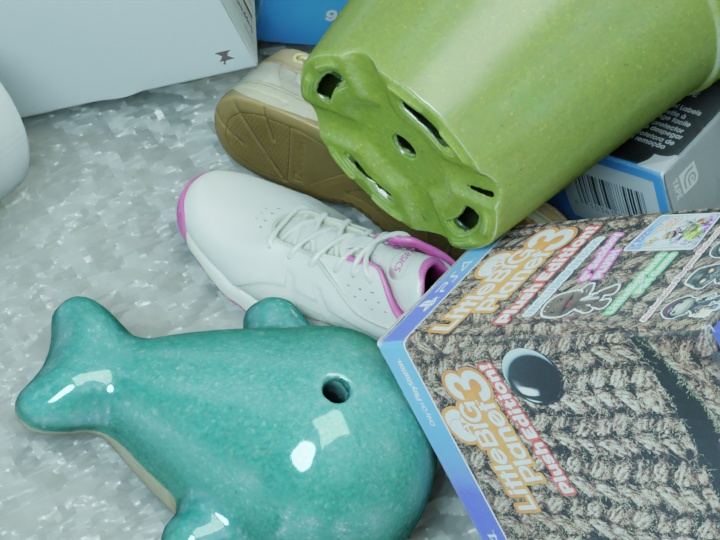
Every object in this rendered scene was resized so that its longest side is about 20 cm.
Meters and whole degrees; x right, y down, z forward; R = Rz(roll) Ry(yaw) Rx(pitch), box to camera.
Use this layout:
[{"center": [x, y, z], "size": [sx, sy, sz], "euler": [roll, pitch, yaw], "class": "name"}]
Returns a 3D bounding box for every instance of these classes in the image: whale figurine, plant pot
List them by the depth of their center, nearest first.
[{"center": [-0.058, 0.067, 1.296], "size": [0.200, 0.104, 0.159], "euler": [24, 54, -3], "class": "whale figurine"}, {"center": [0.077, -0.115, 1.303], "size": [0.200, 0.200, 0.190], "euler": [39, 68, 9], "class": "plant pot"}]

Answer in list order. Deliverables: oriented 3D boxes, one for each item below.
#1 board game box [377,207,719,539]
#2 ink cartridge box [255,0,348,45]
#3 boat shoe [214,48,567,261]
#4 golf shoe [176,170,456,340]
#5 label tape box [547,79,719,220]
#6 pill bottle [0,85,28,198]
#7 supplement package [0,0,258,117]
[{"center": [0.135, 0.066, 1.242], "size": [0.097, 0.200, 0.160], "euler": [-44, 115, -35], "class": "board game box"}, {"center": [-0.008, -0.238, 1.438], "size": [0.084, 0.200, 0.145], "euler": [4, 46, -15], "class": "ink cartridge box"}, {"center": [0.025, -0.061, 1.421], "size": [0.200, 0.074, 0.069], "euler": [27, 53, 8], "class": "boat shoe"}, {"center": [0.000, 0.000, 1.369], "size": [0.200, 0.092, 0.075], "euler": [32, 56, 6], "class": "golf shoe"}, {"center": [0.168, -0.108, 1.450], "size": [0.143, 0.066, 0.200], "euler": [20, 57, 41], "class": "label tape box"}, {"center": [-0.257, -0.024, 1.280], "size": [0.110, 0.110, 0.200], "euler": [42, 55, 11], "class": "pill bottle"}, {"center": [-0.147, -0.208, 1.388], "size": [0.151, 0.151, 0.200], "euler": [-11, 57, 11], "class": "supplement package"}]
